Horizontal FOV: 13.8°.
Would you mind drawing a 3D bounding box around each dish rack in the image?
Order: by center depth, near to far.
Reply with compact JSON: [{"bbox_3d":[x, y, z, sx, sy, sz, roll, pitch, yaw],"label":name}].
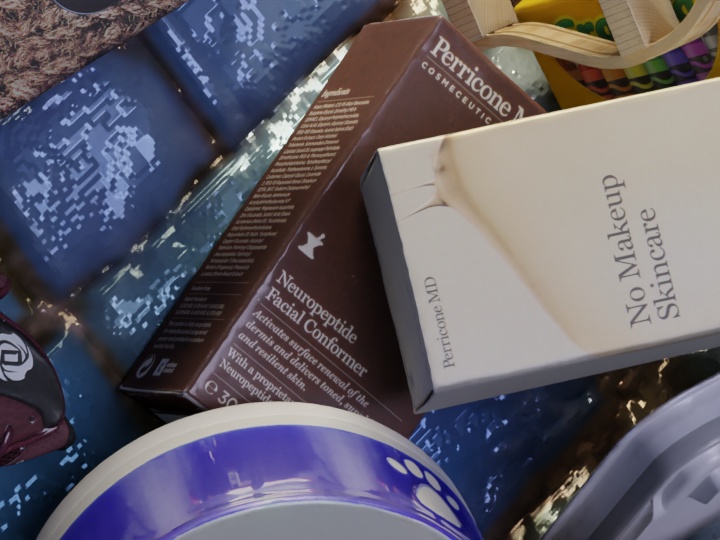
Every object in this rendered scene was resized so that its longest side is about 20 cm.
[{"bbox_3d":[0.184,0.071,1.306,0.200,0.172,0.044,-24,73,-24],"label":"dish rack"}]

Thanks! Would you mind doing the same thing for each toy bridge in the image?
[{"bbox_3d":[0.111,-0.121,1.250,0.027,0.200,0.067,-25,94,-41],"label":"toy bridge"}]

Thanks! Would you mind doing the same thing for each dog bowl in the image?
[{"bbox_3d":[-0.037,0.158,1.195,0.200,0.079,0.200,-6,117,-12],"label":"dog bowl"}]

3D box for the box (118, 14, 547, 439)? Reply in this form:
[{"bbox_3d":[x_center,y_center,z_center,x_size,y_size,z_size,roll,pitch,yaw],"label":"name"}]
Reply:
[{"bbox_3d":[0.000,0.000,1.262,0.100,0.075,0.200,40,72,-22],"label":"box"}]

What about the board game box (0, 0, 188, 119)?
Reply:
[{"bbox_3d":[-0.136,-0.164,1.173,0.200,0.097,0.160,-35,106,-23],"label":"board game box"}]

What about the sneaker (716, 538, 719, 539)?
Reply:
[{"bbox_3d":[0.138,0.150,1.239,0.199,0.130,0.080,-25,71,-17],"label":"sneaker"}]

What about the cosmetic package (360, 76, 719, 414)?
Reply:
[{"bbox_3d":[0.109,-0.015,1.195,0.200,0.073,0.104,-13,82,-9],"label":"cosmetic package"}]

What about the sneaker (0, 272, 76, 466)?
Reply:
[{"bbox_3d":[-0.167,0.089,1.175,0.115,0.076,0.200,6,87,-31],"label":"sneaker"}]

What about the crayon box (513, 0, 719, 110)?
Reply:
[{"bbox_3d":[0.151,-0.078,1.307,0.051,0.127,0.200,-38,107,-37],"label":"crayon box"}]
